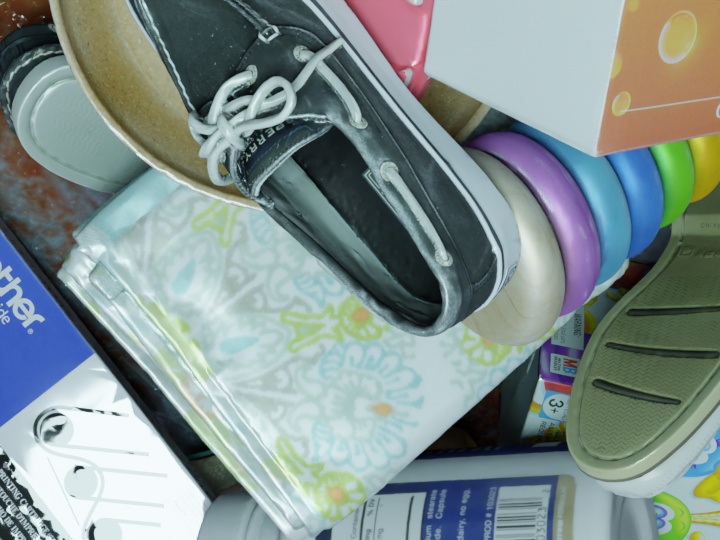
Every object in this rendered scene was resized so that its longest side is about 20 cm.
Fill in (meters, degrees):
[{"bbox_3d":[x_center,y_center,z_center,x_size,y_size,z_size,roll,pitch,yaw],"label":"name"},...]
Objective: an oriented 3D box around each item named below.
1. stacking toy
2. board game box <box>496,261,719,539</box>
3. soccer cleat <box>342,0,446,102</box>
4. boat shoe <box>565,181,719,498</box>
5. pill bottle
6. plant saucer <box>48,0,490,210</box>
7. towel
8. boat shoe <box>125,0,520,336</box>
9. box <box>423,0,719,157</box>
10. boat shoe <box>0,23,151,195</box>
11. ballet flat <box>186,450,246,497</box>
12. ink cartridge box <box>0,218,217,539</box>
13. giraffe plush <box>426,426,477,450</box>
[{"bbox_3d":[0.119,-0.047,0.773,0.199,0.085,0.086,-28,134,-27],"label":"stacking toy"},{"bbox_3d":[0.174,0.077,0.900,0.199,0.103,0.105,11,129,-1],"label":"board game box"},{"bbox_3d":[0.010,-0.156,0.718,0.066,0.076,0.201,4,108,26],"label":"soccer cleat"},{"bbox_3d":[0.155,0.027,0.806,0.074,0.200,0.069,7,140,37],"label":"boat shoe"},{"bbox_3d":[0.030,0.138,0.837,0.199,0.111,0.111,-5,128,22],"label":"pill bottle"},{"bbox_3d":[-0.029,-0.125,0.760,0.199,0.035,0.202,0,92,-8],"label":"plant saucer"},{"bbox_3d":[-0.008,-0.005,0.803,0.200,0.048,0.171,-40,93,-9],"label":"towel"},{"bbox_3d":[-0.028,-0.054,0.688,0.200,0.068,0.074,51,125,4],"label":"boat shoe"},{"bbox_3d":[0.111,-0.157,0.666,0.124,0.097,0.201,-12,121,-38],"label":"box"},{"bbox_3d":[-0.083,-0.055,0.856,0.076,0.060,0.200,-46,132,9],"label":"boat shoe"},{"bbox_3d":[-0.040,0.112,0.946,0.067,0.063,0.200,11,156,-31],"label":"ballet flat"},{"bbox_3d":[-0.160,0.076,0.909,0.094,0.044,0.200,-38,91,-3],"label":"ink cartridge box"},{"bbox_3d":[0.054,0.208,0.989,0.200,0.172,0.162,42,150,13],"label":"giraffe plush"}]
